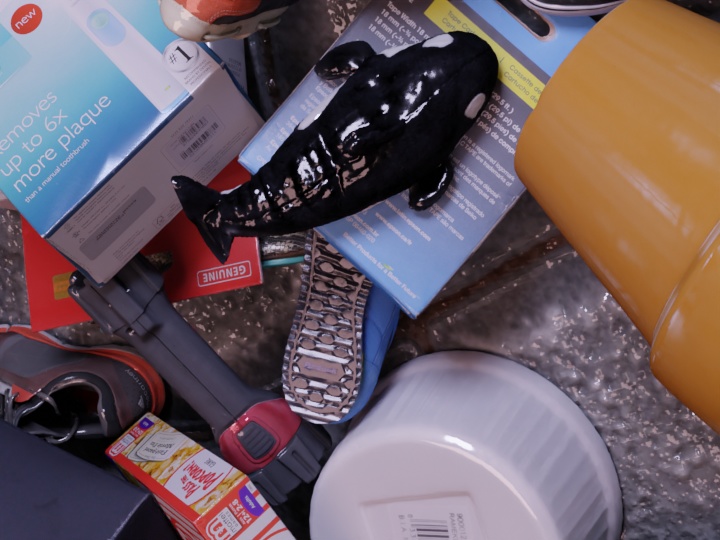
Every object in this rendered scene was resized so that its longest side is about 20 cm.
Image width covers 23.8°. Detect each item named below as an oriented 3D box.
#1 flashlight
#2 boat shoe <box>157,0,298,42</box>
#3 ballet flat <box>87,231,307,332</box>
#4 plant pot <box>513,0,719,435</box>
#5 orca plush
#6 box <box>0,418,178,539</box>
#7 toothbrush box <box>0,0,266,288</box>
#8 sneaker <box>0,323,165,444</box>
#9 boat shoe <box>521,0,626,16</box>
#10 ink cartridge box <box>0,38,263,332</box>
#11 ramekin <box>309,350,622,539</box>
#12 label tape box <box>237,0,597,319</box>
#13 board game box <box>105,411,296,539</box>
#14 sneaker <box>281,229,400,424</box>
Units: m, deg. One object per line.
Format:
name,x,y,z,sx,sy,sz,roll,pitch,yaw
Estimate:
flashlight,-0.104,0.063,1.099,0.067,0.068,0.200,-25,114,43
boat shoe,-0.072,-0.165,0.983,0.071,0.200,0.063,31,101,0
ballet flat,-0.117,-0.017,1.151,0.198,0.068,0.076,-19,86,33
plant pot,0.189,-0.046,0.920,0.183,0.199,0.201,41,123,19
orca plush,-0.013,-0.078,0.959,0.198,0.071,0.106,-17,85,3
box,-0.214,0.217,1.191,0.195,0.118,0.201,20,150,32
toothbrush box,-0.178,-0.115,1.038,0.146,0.085,0.200,-43,62,-3
sneaker,-0.243,0.089,1.239,0.198,0.082,0.078,-2,110,26
boat shoe,0.167,-0.188,0.927,0.197,0.068,0.075,-11,94,26
ink cartridge box,-0.161,-0.063,1.119,0.198,0.045,0.179,-12,78,29
ramekin,0.062,0.164,1.115,0.198,0.098,0.203,10,114,22
label tape box,0.045,-0.093,1.024,0.144,0.063,0.200,41,90,5
board game box,-0.084,0.181,1.136,0.152,0.046,0.200,55,164,-19
sneaker,0.000,0.000,1.103,0.065,0.078,0.202,17,98,12
